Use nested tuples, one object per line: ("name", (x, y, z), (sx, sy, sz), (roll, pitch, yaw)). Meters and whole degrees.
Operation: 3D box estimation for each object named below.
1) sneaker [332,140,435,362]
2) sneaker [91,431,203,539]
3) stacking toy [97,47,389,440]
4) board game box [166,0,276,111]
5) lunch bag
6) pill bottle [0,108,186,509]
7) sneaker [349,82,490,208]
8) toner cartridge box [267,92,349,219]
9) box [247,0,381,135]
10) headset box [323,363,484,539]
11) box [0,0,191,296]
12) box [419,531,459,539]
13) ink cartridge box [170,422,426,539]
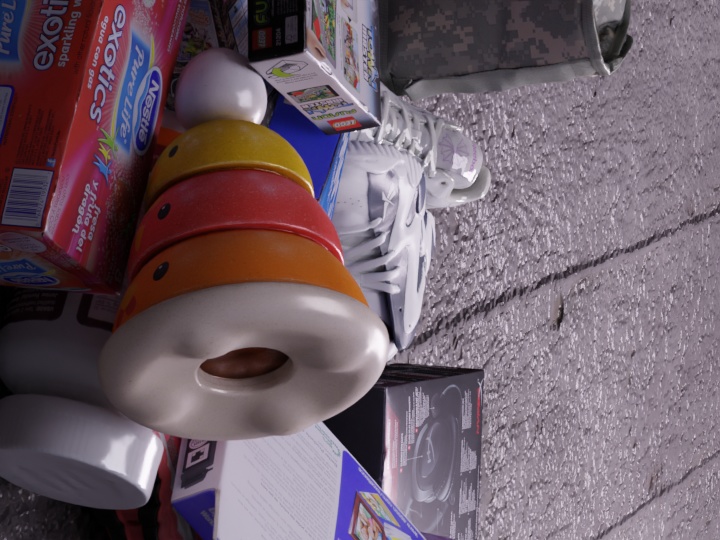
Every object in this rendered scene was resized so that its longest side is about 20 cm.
("sneaker", (0.000, 0.000, 1.752), (0.199, 0.079, 0.130), (72, 23, -70))
("sneaker", (-0.110, 0.146, 1.545), (0.087, 0.074, 0.201), (-50, 137, -55))
("stacking toy", (-0.068, -0.025, 1.366), (0.146, 0.146, 0.200), (52, 26, -56))
("board game box", (-0.096, -0.206, 1.500), (0.160, 0.097, 0.200), (-58, 144, -47))
("lunch bag", (0.102, -0.203, 1.836), (0.118, 0.164, 0.200), (56, 37, -54))
("pill bottle", (-0.133, 0.019, 1.432), (0.110, 0.109, 0.200), (49, 49, -57))
("sneaker", (0.025, -0.095, 1.784), (0.200, 0.099, 0.075), (38, 60, -60))
("toner cartridge box", (-0.041, -0.034, 1.559), (0.200, 0.043, 0.095), (104, 5, -61))
("box", (-0.025, -0.186, 1.449), (0.110, 0.035, 0.200), (41, 44, -61))
("headset box", (0.014, 0.144, 1.818), (0.200, 0.077, 0.149), (-5, 98, -65))
("box", (-0.161, -0.097, 1.363), (0.095, 0.099, 0.200), (47, 50, -61))
("box", (0.003, 0.212, 1.651), (0.137, 0.200, 0.039), (-53, 148, -52))
("ink cartridge box", (-0.031, 0.163, 1.526), (0.198, 0.043, 0.200), (50, 21, -24))
